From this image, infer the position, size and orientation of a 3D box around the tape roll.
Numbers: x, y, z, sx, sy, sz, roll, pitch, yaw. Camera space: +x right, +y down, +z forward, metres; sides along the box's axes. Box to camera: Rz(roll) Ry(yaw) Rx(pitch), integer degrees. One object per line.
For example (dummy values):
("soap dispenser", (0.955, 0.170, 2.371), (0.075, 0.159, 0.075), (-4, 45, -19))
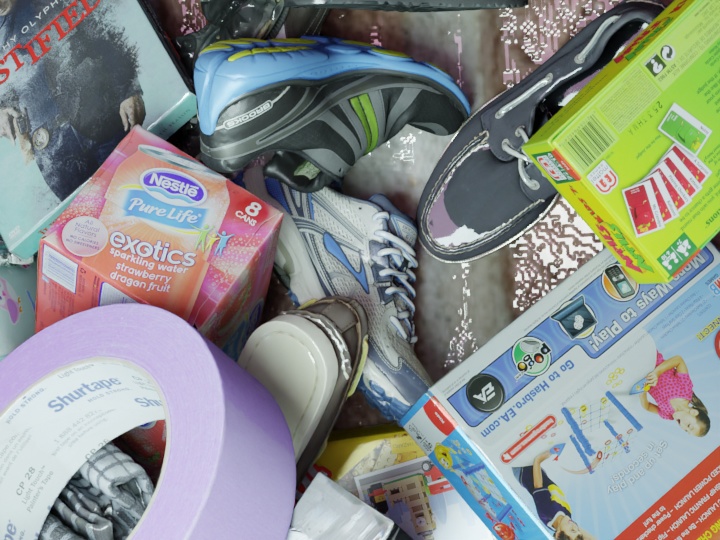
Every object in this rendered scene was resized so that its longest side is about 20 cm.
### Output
("tape roll", (-0.131, 0.118, 1.199), (0.200, 0.066, 0.201), (-22, 47, 25))

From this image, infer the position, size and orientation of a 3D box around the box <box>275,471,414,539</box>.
("box", (-0.035, 0.191, 1.255), (0.050, 0.200, 0.158), (33, 84, 11))

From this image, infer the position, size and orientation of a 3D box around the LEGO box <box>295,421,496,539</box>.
("LEGO box", (0.028, 0.164, 1.397), (0.199, 0.077, 0.149), (-10, 90, 14))

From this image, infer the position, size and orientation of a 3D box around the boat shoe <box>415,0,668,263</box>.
("boat shoe", (0.102, -0.080, 1.373), (0.200, 0.063, 0.073), (-43, 83, 12))

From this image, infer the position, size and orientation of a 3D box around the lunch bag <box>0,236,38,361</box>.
("lunch bag", (-0.277, 0.041, 1.420), (0.199, 0.160, 0.077), (-21, 89, 14))

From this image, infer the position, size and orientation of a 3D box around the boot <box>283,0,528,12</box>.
("boot", (0.029, -0.246, 1.338), (0.066, 0.164, 0.201), (4, 95, 50))

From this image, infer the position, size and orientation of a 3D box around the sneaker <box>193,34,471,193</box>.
("sneaker", (-0.019, -0.086, 1.346), (0.071, 0.199, 0.083), (20, 107, 40))

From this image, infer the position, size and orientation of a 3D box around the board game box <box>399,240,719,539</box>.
("board game box", (0.158, 0.093, 1.318), (0.200, 0.056, 0.196), (-36, 83, -26))

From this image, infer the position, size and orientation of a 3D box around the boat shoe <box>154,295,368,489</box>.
("boat shoe", (-0.054, 0.092, 1.328), (0.072, 0.059, 0.200), (40, 129, 13))

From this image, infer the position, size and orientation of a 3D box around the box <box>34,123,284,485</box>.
("box", (-0.116, 0.025, 1.356), (0.102, 0.200, 0.095), (31, 60, 10))

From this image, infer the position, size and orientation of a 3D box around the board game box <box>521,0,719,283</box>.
("board game box", (0.195, -0.097, 1.309), (0.200, 0.048, 0.102), (-44, 100, -11))

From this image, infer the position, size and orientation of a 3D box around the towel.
("towel", (-0.154, 0.171, 1.360), (0.085, 0.165, 0.200), (-36, 129, -18))

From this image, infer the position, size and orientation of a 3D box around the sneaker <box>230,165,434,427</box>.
("sneaker", (0.000, 0.000, 1.375), (0.085, 0.077, 0.200), (-34, 62, 0))

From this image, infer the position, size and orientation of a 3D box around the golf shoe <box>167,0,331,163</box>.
("golf shoe", (-0.069, -0.115, 1.406), (0.200, 0.094, 0.078), (-51, 53, 37))

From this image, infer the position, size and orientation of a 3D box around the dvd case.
("dvd case", (-0.186, -0.123, 1.415), (0.146, 0.022, 0.200), (-39, 55, 14))
